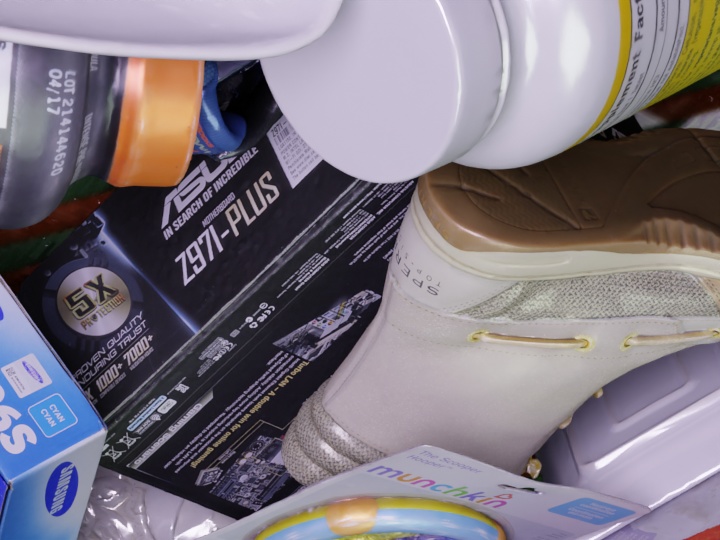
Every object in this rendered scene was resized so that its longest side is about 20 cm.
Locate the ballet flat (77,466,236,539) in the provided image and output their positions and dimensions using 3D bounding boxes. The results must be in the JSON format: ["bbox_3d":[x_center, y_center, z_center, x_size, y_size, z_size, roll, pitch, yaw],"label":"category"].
[{"bbox_3d":[-0.037,0.121,1.198,0.200,0.072,0.072,38,114,-16],"label":"ballet flat"}]

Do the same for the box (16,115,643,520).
[{"bbox_3d":[0.000,0.000,1.120,0.200,0.086,0.163,-43,138,21],"label":"box"}]

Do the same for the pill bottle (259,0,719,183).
[{"bbox_3d":[0.062,-0.100,0.966,0.200,0.112,0.113,-27,150,-42],"label":"pill bottle"}]

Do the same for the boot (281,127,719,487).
[{"bbox_3d":[0.081,0.026,1.070,0.199,0.072,0.155,2,135,-30],"label":"boot"}]

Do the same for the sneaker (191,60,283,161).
[{"bbox_3d":[-0.074,-0.068,1.012,0.199,0.079,0.075,-28,140,4],"label":"sneaker"}]

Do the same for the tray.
[{"bbox_3d":[0.111,0.041,1.169,0.107,0.200,0.022,-30,107,6],"label":"tray"}]

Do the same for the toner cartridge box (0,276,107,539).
[{"bbox_3d":[-0.147,0.078,1.085,0.043,0.095,0.200,-29,160,-27],"label":"toner cartridge box"}]

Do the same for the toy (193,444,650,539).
[{"bbox_3d":[-0.005,0.120,1.072,0.115,0.047,0.200,17,151,-41],"label":"toy"}]

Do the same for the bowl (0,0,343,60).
[{"bbox_3d":[-0.093,-0.162,0.846,0.199,0.075,0.201,4,90,-34],"label":"bowl"}]

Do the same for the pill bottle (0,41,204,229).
[{"bbox_3d":[-0.150,-0.068,0.923,0.199,0.107,0.107,4,134,-15],"label":"pill bottle"}]

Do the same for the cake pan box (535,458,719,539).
[{"bbox_3d":[0.111,0.114,1.087,0.200,0.184,0.052,-39,105,-18],"label":"cake pan box"}]
